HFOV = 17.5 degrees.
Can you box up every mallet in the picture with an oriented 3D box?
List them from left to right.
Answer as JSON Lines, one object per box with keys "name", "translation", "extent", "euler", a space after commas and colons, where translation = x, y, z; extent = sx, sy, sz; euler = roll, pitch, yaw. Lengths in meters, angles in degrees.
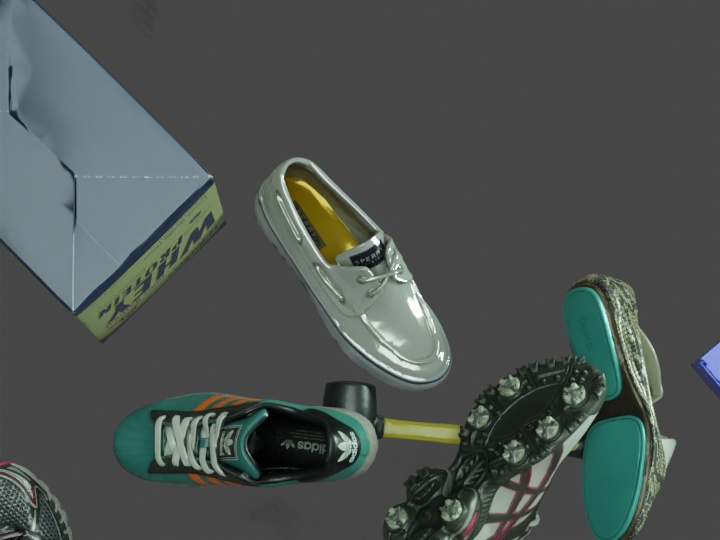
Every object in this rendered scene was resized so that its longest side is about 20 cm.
{"name": "mallet", "translation": [0.067, 0.130, 1.721], "extent": [0.200, 0.041, 0.066], "euler": [12, 83, -3]}

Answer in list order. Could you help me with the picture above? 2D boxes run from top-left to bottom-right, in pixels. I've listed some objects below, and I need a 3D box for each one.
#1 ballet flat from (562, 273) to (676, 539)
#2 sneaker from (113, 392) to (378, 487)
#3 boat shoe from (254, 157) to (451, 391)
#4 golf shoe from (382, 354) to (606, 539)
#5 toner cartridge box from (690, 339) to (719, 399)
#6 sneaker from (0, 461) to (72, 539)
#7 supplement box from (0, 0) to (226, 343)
{"name": "ballet flat", "translation": [0.196, 0.101, 1.710], "extent": [0.075, 0.068, 0.200], "euler": [0, 80, -44]}
{"name": "sneaker", "translation": [-0.093, 0.120, 1.678], "extent": [0.200, 0.080, 0.071], "euler": [-2, 83, 17]}
{"name": "boat shoe", "translation": [0.000, 0.000, 1.710], "extent": [0.071, 0.070, 0.200], "euler": [-33, 81, -25]}
{"name": "golf shoe", "translation": [0.105, 0.144, 1.688], "extent": [0.200, 0.088, 0.077], "euler": [-44, 47, 4]}
{"name": "toner cartridge box", "translation": [0.352, 0.041, 1.730], "extent": [0.200, 0.043, 0.095], "euler": [-39, 86, -5]}
{"name": "sneaker", "translation": [-0.241, 0.234, 1.682], "extent": [0.081, 0.075, 0.200], "euler": [-15, 82, -3]}
{"name": "supplement box", "translation": [-0.213, -0.071, 1.658], "extent": [0.134, 0.200, 0.200], "euler": [-44, 85, -6]}
